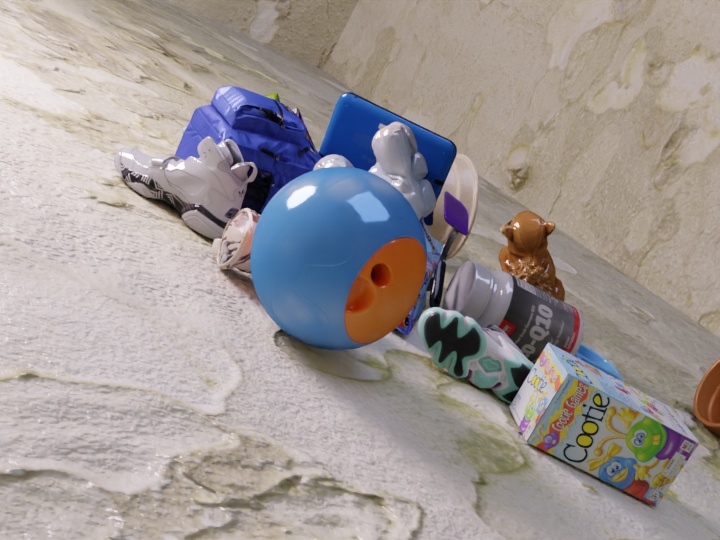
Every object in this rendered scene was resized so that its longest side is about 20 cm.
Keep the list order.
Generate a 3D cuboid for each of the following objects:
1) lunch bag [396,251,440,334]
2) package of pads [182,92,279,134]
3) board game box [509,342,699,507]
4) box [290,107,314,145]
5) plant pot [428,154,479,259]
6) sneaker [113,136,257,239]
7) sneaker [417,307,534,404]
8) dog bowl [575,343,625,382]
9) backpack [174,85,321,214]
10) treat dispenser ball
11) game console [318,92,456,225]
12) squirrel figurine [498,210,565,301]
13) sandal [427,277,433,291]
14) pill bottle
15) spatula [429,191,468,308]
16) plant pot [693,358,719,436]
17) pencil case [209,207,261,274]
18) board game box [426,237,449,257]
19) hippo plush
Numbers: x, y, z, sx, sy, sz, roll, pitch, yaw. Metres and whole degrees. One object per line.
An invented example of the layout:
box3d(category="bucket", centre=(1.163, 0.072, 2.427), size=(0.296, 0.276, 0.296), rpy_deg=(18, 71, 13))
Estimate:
box3d(category="lunch bag", centre=(0.000, 0.000, 1.487), size=(0.197, 0.095, 0.151), rpy_deg=(19, 13, 7))
box3d(category="package of pads", centre=(-0.206, -0.231, 1.730), size=(0.152, 0.069, 0.200), rpy_deg=(-15, 15, 4))
box3d(category="board game box", centre=(0.306, 0.195, 1.344), size=(0.198, 0.104, 0.105), rpy_deg=(28, 13, -12))
box3d(category="box", centre=(-0.075, -0.158, 1.729), size=(0.143, 0.036, 0.202), rpy_deg=(-102, 170, -72))
box3d(category="plant pot", centre=(0.092, -0.135, 1.963), size=(0.181, 0.203, 0.201), rpy_deg=(11, 20, -23))
box3d(category="sneaker", centre=(-0.224, -0.134, 1.379), size=(0.199, 0.116, 0.075), rpy_deg=(34, 13, 16))
box3d(category="sneaker", centre=(0.151, 0.101, 1.438), size=(0.199, 0.078, 0.140), rpy_deg=(37, 9, -16))
box3d(category="dog bowl", centre=(0.369, 0.171, 1.690), size=(0.110, 0.050, 0.200), rpy_deg=(29, 13, -6))
box3d(category="backpack", centre=(-0.144, -0.163, 1.551), size=(0.198, 0.169, 0.163), rpy_deg=(19, 23, -33))
box3d(category="treat dispenser ball", centre=(-0.024, -0.013, 1.179), size=(0.199, 0.203, 0.201), rpy_deg=(28, 13, -7))
box3d(category="game console", centre=(0.043, -0.169, 1.641), size=(0.198, 0.173, 0.118), rpy_deg=(26, 24, 7))
box3d(category="squirrel figurine", centre=(0.289, 0.004, 1.804), size=(0.139, 0.189, 0.201), rpy_deg=(2, 35, 5))
box3d(category="sandal", centre=(0.049, -0.007, 1.643), size=(0.080, 0.058, 0.200), rpy_deg=(41, -4, -35))
box3d(category="pill bottle", centre=(0.232, 0.071, 1.619), size=(0.198, 0.115, 0.114), rpy_deg=(25, 14, -17))
box3d(category="spatula", centre=(0.130, -0.027, 1.596), size=(0.056, 0.202, 0.020), rpy_deg=(32, -31, -29))
box3d(category="plant pot", centre=(0.731, 0.246, 1.928), size=(0.140, 0.200, 0.200), rpy_deg=(42, 10, -15))
box3d(category="pencil case", centre=(-0.084, -0.011, 1.313), size=(0.198, 0.079, 0.089), rpy_deg=(22, -9, -33))
box3d(category="board game box", centre=(0.055, -0.060, 1.703), size=(0.152, 0.041, 0.200), rpy_deg=(38, -4, -7))
box3d(category="hippo plush", centre=(0.016, -0.100, 1.508), size=(0.159, 0.158, 0.203), rpy_deg=(24, 52, -70))
